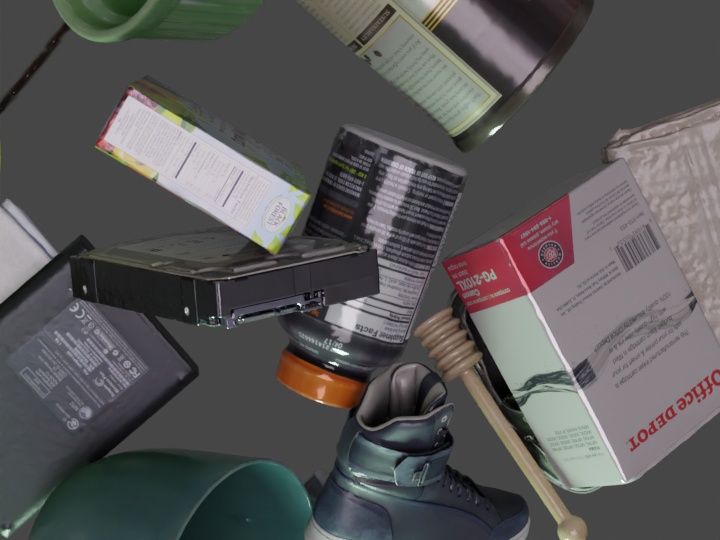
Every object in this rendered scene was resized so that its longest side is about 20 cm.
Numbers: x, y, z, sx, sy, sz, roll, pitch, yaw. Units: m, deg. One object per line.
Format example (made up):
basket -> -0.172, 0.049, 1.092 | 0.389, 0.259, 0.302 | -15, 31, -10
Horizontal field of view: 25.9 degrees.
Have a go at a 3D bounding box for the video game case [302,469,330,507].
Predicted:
video game case -> -0.039, 0.287, 1.210 | 0.182, 0.023, 0.200 | -44, 58, 4

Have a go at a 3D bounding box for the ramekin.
ramekin -> -0.133, -0.254, 1.085 | 0.097, 0.199, 0.203 | 2, 102, -40

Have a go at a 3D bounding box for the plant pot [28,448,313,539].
plant pot -> -0.152, 0.225, 1.164 | 0.159, 0.200, 0.204 | 9, 101, 31

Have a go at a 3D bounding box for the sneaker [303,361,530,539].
sneaker -> 0.065, 0.146, 1.190 | 0.200, 0.077, 0.148 | 3, 112, -35

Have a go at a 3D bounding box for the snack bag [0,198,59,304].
snack bag -> -0.275, 0.079, 1.220 | 0.188, 0.021, 0.200 | -42, 100, 3

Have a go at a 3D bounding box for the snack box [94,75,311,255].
snack box -> -0.109, -0.079, 1.113 | 0.141, 0.200, 0.053 | 32, 96, -9

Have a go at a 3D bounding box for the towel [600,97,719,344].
towel -> 0.275, -0.030, 1.235 | 0.131, 0.034, 0.202 | -18, 101, 1

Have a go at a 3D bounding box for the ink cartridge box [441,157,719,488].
ink cartridge box -> 0.175, 0.041, 1.173 | 0.144, 0.084, 0.202 | -31, 95, -32

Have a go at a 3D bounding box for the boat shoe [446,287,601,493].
boat shoe -> 0.133, 0.099, 1.230 | 0.070, 0.064, 0.201 | -37, 100, 3

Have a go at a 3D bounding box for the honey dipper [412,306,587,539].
honey dipper -> 0.107, 0.120, 1.174 | 0.038, 0.038, 0.201 | -33, 80, 2

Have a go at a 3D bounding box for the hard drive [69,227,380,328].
hard drive -> -0.099, 0.001, 1.108 | 0.138, 0.199, 0.038 | -12, 104, -37

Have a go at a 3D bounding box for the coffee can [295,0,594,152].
coffee can -> 0.048, -0.205, 1.130 | 0.199, 0.146, 0.147 | 40, 95, -9

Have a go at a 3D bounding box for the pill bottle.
pill bottle -> 0.000, 0.000, 1.183 | 0.105, 0.106, 0.202 | 20, 98, -7

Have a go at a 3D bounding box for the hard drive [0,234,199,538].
hard drive -> -0.243, 0.091, 1.198 | 0.199, 0.033, 0.140 | -40, 105, 3
